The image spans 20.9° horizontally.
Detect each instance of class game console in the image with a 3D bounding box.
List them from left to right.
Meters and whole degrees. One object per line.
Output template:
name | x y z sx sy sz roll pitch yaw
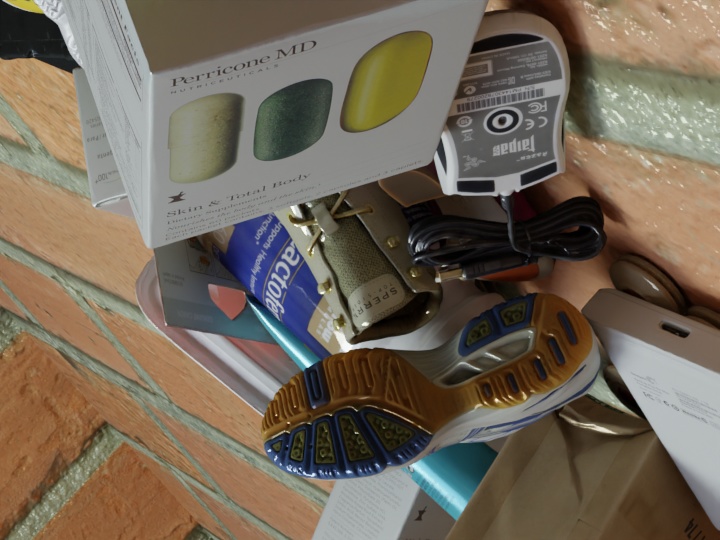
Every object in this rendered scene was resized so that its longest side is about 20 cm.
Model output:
game console | -0.196 -0.198 1.446 0.200 0.116 0.178 11 115 63

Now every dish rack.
dish rack | -0.066 0.014 1.428 0.171 0.044 0.200 39 -149 -10

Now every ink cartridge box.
ink cartridge box | -0.113 -0.037 1.296 0.200 0.043 0.175 16 -117 -67

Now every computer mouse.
computer mouse | 0.072 -0.069 0.992 0.201 0.109 0.044 83 178 -52

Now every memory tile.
memory tile | 0.203 0.073 1.139 0.153 0.017 0.200 38 164 20

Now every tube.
tube | 0.006 0.083 1.268 0.200 0.050 0.077 39 176 10

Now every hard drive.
hard drive | 0.213 0.100 1.101 0.132 0.026 0.200 25 157 51

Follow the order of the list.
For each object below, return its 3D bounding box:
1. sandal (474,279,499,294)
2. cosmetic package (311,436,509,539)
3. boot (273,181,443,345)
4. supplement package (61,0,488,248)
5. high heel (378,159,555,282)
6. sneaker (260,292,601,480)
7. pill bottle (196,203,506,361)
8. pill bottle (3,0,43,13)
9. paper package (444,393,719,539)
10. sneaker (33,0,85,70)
sandal | 0.015 -0.018 1.307 0.200 0.055 0.082 38 164 21
cosmetic package | 0.044 0.142 1.353 0.074 0.201 0.101 33 -162 36
boot | -0.024 -0.041 1.071 0.156 0.072 0.200 64 -166 18
supplement package | -0.047 -0.129 0.864 0.200 0.151 0.152 107 143 -70
high heel | 0.064 -0.062 1.119 0.067 0.097 0.200 -10 155 21
sneaker | 0.044 0.079 1.109 0.088 0.198 0.076 44 -148 -63
pill bottle | 0.000 0.000 1.219 0.200 0.116 0.116 42 166 19
pill bottle | -0.177 -0.210 1.177 0.112 0.112 0.200 50 163 -25
paper package | 0.152 0.201 1.243 0.103 0.191 0.200 20 163 45
sneaker | -0.141 -0.199 1.010 0.075 0.115 0.201 -10 131 22
